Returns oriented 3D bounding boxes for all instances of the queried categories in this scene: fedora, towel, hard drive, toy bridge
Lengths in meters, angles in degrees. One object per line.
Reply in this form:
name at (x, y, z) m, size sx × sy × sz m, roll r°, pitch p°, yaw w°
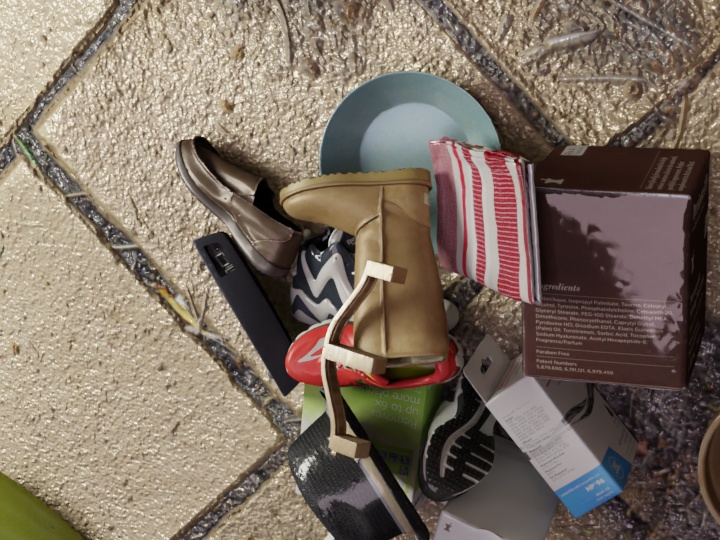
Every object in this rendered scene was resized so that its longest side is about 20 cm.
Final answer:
fedora at (-0.013, 0.226, 1.429) m, size 0.091 × 0.201 × 0.201 m, roll -33°, pitch 97°, yaw -3°
towel at (0.121, -0.052, 1.338) m, size 0.023 × 0.200 × 0.145 m, roll -11°, pitch 105°, yaw -19°
hard drive at (-0.124, 0.043, 1.540) m, size 0.042 × 0.135 × 0.200 m, roll -30°, pitch 94°, yaw -3°
toy bridge at (-0.006, 0.087, 1.341) m, size 0.067 × 0.027 × 0.201 m, roll 16°, pitch 97°, yaw 35°

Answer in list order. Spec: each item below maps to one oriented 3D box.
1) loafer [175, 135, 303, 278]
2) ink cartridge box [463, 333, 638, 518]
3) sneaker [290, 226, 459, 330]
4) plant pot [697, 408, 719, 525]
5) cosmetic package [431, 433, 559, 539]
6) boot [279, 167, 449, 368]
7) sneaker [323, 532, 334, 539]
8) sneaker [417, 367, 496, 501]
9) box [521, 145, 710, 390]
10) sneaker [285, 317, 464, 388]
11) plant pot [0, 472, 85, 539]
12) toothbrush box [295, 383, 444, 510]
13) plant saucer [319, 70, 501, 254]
loafer at (-0.129, -0.084, 1.515) m, size 0.071 × 0.073 × 0.200 m, roll -46°, pitch 75°, yaw 19°
ink cartridge box at (0.207, 0.150, 1.455) m, size 0.068 × 0.116 × 0.200 m, roll -37°, pitch 95°, yaw 27°
sneaker at (0.012, 0.002, 1.495) m, size 0.199 × 0.079 × 0.130 m, roll 13°, pitch 123°, yaw 27°
plant pot at (0.453, 0.193, 1.391) m, size 0.200 × 0.093 × 0.202 m, roll 7°, pitch 111°, yaw 18°
cosmetic package at (0.152, 0.267, 1.474) m, size 0.113 × 0.200 × 0.081 m, roll 22°, pitch 116°, yaw 12°
boot at (0.000, 0.000, 1.392) m, size 0.175 × 0.066 × 0.201 m, roll -7°, pitch 75°, yaw 19°
sneaker at (-0.036, 0.366, 1.632) m, size 0.076 × 0.115 × 0.201 m, roll 40°, pitch 118°, yaw 3°
sneaker at (0.105, 0.190, 1.469) m, size 0.074 × 0.200 × 0.080 m, roll 35°, pitch 126°, yaw 0°
box at (0.256, -0.007, 1.349) m, size 0.164 × 0.166 × 0.201 m, roll 4°, pitch 111°, yaw 20°
sneaker at (0.009, 0.091, 1.436) m, size 0.199 × 0.085 × 0.077 m, roll -3°, pitch 96°, yaw 16°
plant pot at (-0.438, 0.388, 1.778) m, size 0.200 × 0.187 × 0.187 m, roll 27°, pitch 118°, yaw -7°
toothbrush box at (0.013, 0.172, 1.558) m, size 0.145 × 0.086 × 0.201 m, roll 14°, pitch 115°, yaw 16°
plant saucer at (0.056, -0.116, 1.449) m, size 0.200 × 0.039 × 0.202 m, roll 4°, pitch 106°, yaw 13°
